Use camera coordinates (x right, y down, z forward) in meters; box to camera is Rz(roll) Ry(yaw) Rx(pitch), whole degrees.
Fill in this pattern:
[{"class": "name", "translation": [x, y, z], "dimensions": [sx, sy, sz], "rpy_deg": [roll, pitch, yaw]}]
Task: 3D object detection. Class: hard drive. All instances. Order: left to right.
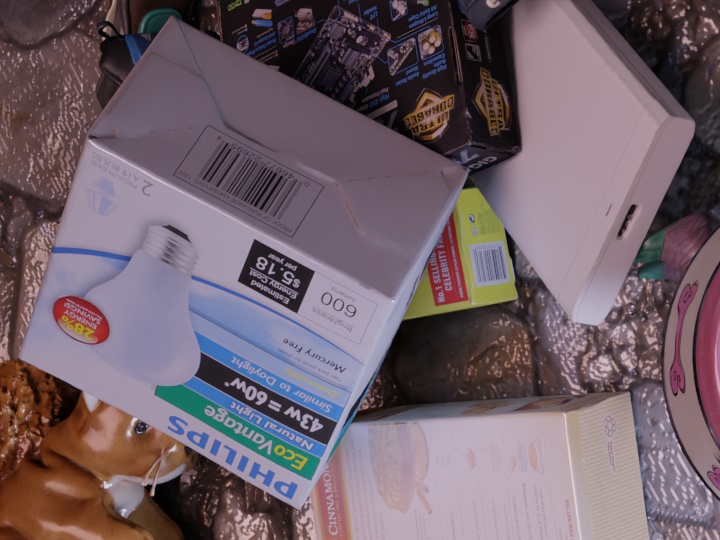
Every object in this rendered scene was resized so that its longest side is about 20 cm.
[{"class": "hard drive", "translation": [0.114, -0.079, 1.593], "dimensions": [0.132, 0.026, 0.200], "rpy_deg": [-66, 32, 25]}]

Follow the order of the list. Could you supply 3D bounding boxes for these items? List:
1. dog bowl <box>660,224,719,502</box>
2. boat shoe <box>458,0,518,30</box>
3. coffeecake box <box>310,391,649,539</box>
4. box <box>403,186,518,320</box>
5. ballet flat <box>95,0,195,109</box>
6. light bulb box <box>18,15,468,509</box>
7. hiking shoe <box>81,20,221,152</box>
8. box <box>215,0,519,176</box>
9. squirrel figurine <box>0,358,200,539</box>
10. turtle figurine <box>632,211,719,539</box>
[{"class": "dog bowl", "translation": [0.255, 0.045, 1.431], "dimensions": [0.199, 0.074, 0.201], "rpy_deg": [0, 85, 0]}, {"class": "boat shoe", "translation": [0.137, -0.201, 1.566], "dimensions": [0.199, 0.075, 0.062], "rpy_deg": [-27, 90, 10]}, {"class": "coffeecake box", "translation": [0.071, 0.158, 1.691], "dimensions": [0.199, 0.073, 0.154], "rpy_deg": [-6, 94, 38]}, {"class": "box", "translation": [0.000, 0.000, 1.736], "dimensions": [0.199, 0.050, 0.076], "rpy_deg": [-10, 89, 38]}, {"class": "ballet flat", "translation": [-0.137, -0.183, 1.807], "dimensions": [0.068, 0.068, 0.201], "rpy_deg": [35, 117, 42]}, {"class": "light bulb box", "translation": [-0.070, -0.002, 1.621], "dimensions": [0.198, 0.125, 0.200], "rpy_deg": [27, 136, 5]}, {"class": "hiking shoe", "translation": [-0.136, -0.061, 1.795], "dimensions": [0.086, 0.074, 0.201], "rpy_deg": [6, 108, -5]}, {"class": "box", "translation": [-0.002, -0.133, 1.679], "dimensions": [0.200, 0.050, 0.199], "rpy_deg": [-24, 68, 43]}, {"class": "squirrel figurine", "translation": [-0.200, 0.131, 1.862], "dimensions": [0.200, 0.141, 0.187], "rpy_deg": [34, 110, 26]}, {"class": "turtle figurine", "translation": [0.220, 0.069, 1.551], "dimensions": [0.201, 0.100, 0.150], "rpy_deg": [62, 167, 14]}]
